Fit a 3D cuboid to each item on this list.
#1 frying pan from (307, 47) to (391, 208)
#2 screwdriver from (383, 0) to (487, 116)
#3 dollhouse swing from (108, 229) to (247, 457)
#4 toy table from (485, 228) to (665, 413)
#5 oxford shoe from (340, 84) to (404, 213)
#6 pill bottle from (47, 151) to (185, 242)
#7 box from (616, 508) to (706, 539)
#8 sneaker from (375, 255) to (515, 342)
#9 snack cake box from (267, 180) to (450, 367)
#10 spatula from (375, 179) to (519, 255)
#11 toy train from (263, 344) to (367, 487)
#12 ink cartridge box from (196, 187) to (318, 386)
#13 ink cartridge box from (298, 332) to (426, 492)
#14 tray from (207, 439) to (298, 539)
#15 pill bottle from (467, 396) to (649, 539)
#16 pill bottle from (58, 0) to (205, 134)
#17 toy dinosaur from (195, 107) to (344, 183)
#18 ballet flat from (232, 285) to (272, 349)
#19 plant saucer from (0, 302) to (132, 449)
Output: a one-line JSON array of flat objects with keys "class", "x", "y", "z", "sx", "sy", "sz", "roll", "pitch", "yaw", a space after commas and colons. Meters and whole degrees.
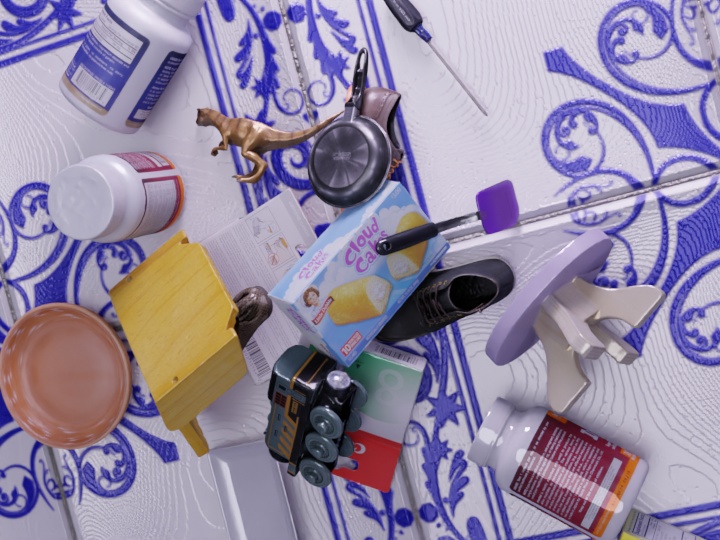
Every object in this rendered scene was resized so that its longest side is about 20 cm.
[{"class": "frying pan", "x": -0.001, "y": -0.166, "z": 1.647, "sx": 0.114, "sy": 0.031, "sz": 0.191, "roll": 28, "pitch": 94, "yaw": 29}, {"class": "screwdriver", "x": 0.096, "y": -0.269, "z": 1.680, "sx": 0.029, "sy": 0.028, "sz": 0.200, "roll": -41, "pitch": 85, "yaw": -12}, {"class": "dollhouse swing", "x": -0.203, "y": 0.101, "z": 1.733, "sx": 0.181, "sy": 0.176, "sz": 0.200, "roll": -39, "pitch": 48, "yaw": 7}, {"class": "toy table", "x": 0.253, "y": 0.064, "z": 1.606, "sx": 0.117, "sy": 0.183, "sz": 0.201, "roll": 45, "pitch": 116, "yaw": 25}, {"class": "oxford shoe", "x": 0.015, "y": -0.127, "z": 1.699, "sx": 0.072, "sy": 0.071, "sz": 0.202, "roll": 4, "pitch": 97, "yaw": 12}, {"class": "pill bottle", "x": -0.306, "y": -0.092, "z": 1.732, "sx": 0.109, "sy": 0.200, "sz": 0.111, "roll": 2, "pitch": 97, "yaw": 17}, {"class": "box", "x": 0.379, "y": 0.413, "z": 1.639, "sx": 0.199, "sy": 0.097, "sz": 0.177, "roll": 22, "pitch": 103, "yaw": 14}, {"class": "sneaker", "x": 0.087, "y": 0.037, "z": 1.677, "sx": 0.199, "sy": 0.106, "sz": 0.075, "roll": -25, "pitch": 89, "yaw": 18}, {"class": "snack cake box", "x": 0.000, "y": 0.000, "z": 1.649, "sx": 0.200, "sy": 0.067, "sz": 0.115, "roll": -49, "pitch": 119, "yaw": -15}, {"class": "spatula", "x": 0.106, "y": -0.054, "z": 1.644, "sx": 0.199, "sy": 0.021, "sz": 0.057, "roll": -20, "pitch": 98, "yaw": -18}, {"class": "toy train", "x": -0.061, "y": 0.180, "z": 1.678, "sx": 0.113, "sy": 0.085, "sz": 0.201, "roll": 29, "pitch": 139, "yaw": 15}, {"class": "ink cartridge box", "x": -0.106, "y": 0.020, "z": 1.766, "sx": 0.175, "sy": 0.045, "sz": 0.201, "roll": -29, "pitch": 88, "yaw": 19}, {"class": "ink cartridge box", "x": -0.017, "y": 0.180, "z": 1.732, "sx": 0.160, "sy": 0.050, "sz": 0.202, "roll": 17, "pitch": 109, "yaw": 7}, {"class": "tray", "x": -0.132, "y": 0.324, "z": 1.818, "sx": 0.107, "sy": 0.022, "sz": 0.202, "roll": -13, "pitch": 93, "yaw": 26}, {"class": "pill bottle", "x": 0.235, "y": 0.235, "z": 1.652, "sx": 0.199, "sy": 0.113, "sz": 0.114, "roll": 27, "pitch": 104, "yaw": 12}, {"class": "pill bottle", "x": -0.284, "y": -0.286, "z": 1.745, "sx": 0.119, "sy": 0.120, "sz": 0.201, "roll": 38, "pitch": 105, "yaw": 9}, {"class": "toy dinosaur", "x": -0.128, "y": -0.164, "z": 1.743, "sx": 0.198, "sy": 0.060, "sz": 0.107, "roll": 10, "pitch": 98, "yaw": 15}, {"class": "ballet flat", "x": -0.170, "y": 0.090, "z": 1.742, "sx": 0.068, "sy": 0.046, "sz": 0.200, "roll": 51, "pitch": 136, "yaw": 13}, {"class": "plant saucer", "x": -0.398, "y": 0.142, "z": 1.876, "sx": 0.198, "sy": 0.037, "sz": 0.202, "roll": 2, "pitch": 97, "yaw": 16}]
